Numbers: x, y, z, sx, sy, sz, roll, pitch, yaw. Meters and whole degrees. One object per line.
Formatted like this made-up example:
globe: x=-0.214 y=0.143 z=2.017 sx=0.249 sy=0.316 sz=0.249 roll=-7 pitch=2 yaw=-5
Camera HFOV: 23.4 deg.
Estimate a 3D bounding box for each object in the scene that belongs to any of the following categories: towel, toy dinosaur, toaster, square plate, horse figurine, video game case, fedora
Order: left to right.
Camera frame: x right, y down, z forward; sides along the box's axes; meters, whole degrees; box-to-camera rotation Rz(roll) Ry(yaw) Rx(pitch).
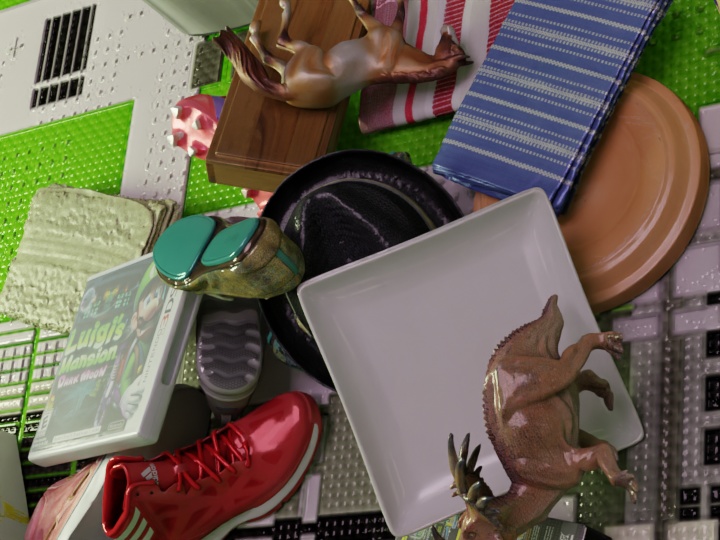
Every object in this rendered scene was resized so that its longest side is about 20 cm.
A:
towel: x=-0.257 y=-0.006 z=1.642 sx=0.199 sy=0.036 sz=0.149 roll=8 pitch=76 yaw=39
video game case: x=-0.204 y=0.070 z=1.476 sx=0.200 sy=0.023 sz=0.182 roll=-18 pitch=50 yaw=52
toaster: x=-0.146 y=-0.299 z=1.630 sx=0.199 sy=0.129 sz=0.114 roll=-7 pitch=64 yaw=36
horse figurine: x=-0.019 y=-0.186 z=1.464 sx=0.199 sy=0.050 sz=0.133 roll=-17 pitch=58 yaw=-7
fedora: x=0.000 y=0.000 z=1.346 sx=0.200 sy=0.092 sz=0.202 roll=0 pitch=86 yaw=8
towel: x=0.084 y=-0.200 z=1.468 sx=0.199 sy=0.023 sz=0.145 roll=-11 pitch=63 yaw=38
square plate: x=0.079 y=0.067 z=1.273 sx=0.197 sy=0.028 sz=0.201 roll=-22 pitch=83 yaw=4
toy dinosaur: x=0.113 y=0.105 z=1.194 sx=0.135 sy=0.086 sz=0.201 roll=-2 pitch=73 yaw=-1
towel: x=0.149 y=-0.145 z=1.364 sx=0.145 sy=0.024 sz=0.201 roll=23 pitch=83 yaw=45

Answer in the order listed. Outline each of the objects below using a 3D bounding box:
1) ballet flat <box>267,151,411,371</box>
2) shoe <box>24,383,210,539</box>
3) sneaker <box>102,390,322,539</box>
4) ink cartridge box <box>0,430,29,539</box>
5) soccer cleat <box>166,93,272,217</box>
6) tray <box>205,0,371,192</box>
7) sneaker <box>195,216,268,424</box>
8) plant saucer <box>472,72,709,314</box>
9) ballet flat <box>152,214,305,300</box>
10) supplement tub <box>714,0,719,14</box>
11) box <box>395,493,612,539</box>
ballet flat: x=0.003 y=0.000 z=1.427 sx=0.074 sy=0.074 sz=0.200 roll=35 pitch=95 yaw=42
shoe: x=-0.214 y=0.177 z=1.498 sx=0.091 sy=0.071 sz=0.200 roll=14 pitch=67 yaw=56
sneaker: x=-0.128 y=0.164 z=1.406 sx=0.200 sy=0.115 sz=0.078 roll=-47 pitch=50 yaw=12
ink cartridge box: x=-0.389 y=0.224 z=1.576 sx=0.128 sy=0.125 sz=0.200 roll=-34 pitch=53 yaw=21
soccer cleat: x=-0.087 y=-0.100 z=1.539 sx=0.200 sy=0.076 sz=0.067 roll=34 pitch=130 yaw=30
tray: x=-0.060 y=-0.158 z=1.500 sx=0.098 sy=0.037 sz=0.201 roll=9 pitch=59 yaw=9
sneaker: x=-0.113 y=0.039 z=1.482 sx=0.074 sy=0.082 sz=0.201 roll=10 pitch=50 yaw=-2
plant saucer: x=0.171 y=-0.064 z=1.338 sx=0.200 sy=0.032 sz=0.201 roll=-17 pitch=59 yaw=31
ballet flat: x=-0.102 y=-0.005 z=1.350 sx=0.200 sy=0.071 sz=0.071 roll=-1 pitch=67 yaw=62
supplement tub: x=0.313 y=-0.231 z=1.230 sx=0.145 sy=0.145 sz=0.201 roll=-31 pitch=53 yaw=23
box: x=0.081 y=0.268 z=1.244 sx=0.160 sy=0.044 sz=0.201 roll=5 pitch=72 yaw=40
